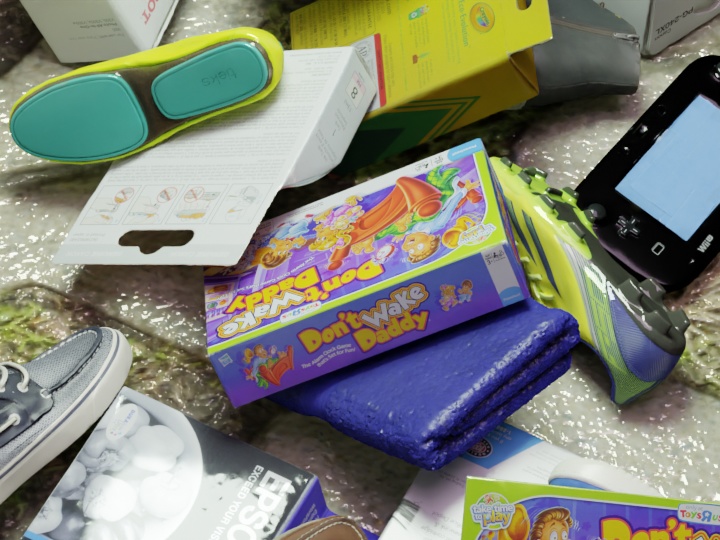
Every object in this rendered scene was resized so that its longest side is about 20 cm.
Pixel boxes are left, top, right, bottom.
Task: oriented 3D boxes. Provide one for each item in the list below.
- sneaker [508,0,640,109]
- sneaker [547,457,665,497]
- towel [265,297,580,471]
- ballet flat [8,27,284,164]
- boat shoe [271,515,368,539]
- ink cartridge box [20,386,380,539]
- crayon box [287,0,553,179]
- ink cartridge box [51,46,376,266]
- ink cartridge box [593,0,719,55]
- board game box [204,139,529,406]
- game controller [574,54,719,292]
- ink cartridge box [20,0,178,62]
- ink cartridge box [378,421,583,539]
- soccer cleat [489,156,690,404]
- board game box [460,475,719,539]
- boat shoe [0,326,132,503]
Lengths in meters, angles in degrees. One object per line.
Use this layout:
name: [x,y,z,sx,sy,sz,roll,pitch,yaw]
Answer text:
sneaker: [0.132,-0.196,1.849,0.106,0.075,0.201,-1,53,-18]
sneaker: [0.165,0.212,1.499,0.200,0.077,0.111,49,61,-15]
towel: [0.032,0.058,1.615,0.148,0.050,0.200,-40,34,-22]
ballet flat: [-0.142,-0.122,1.724,0.199,0.067,0.067,-15,19,16]
boat shoe: [-0.053,0.216,1.495,0.076,0.072,0.200,49,54,-7]
ink cartridge box: [-0.110,0.191,1.562,0.199,0.043,0.198,24,56,13]
crayon box: [0.049,-0.157,1.763,0.199,0.051,0.127,-21,51,22]
ink cartridge box: [-0.097,-0.066,1.708,0.162,0.057,0.201,0,52,34]
ink cartridge box: [0.200,-0.275,1.892,0.145,0.084,0.200,-34,61,-24]
board game box: [0.000,0.000,1.619,0.199,0.045,0.135,-21,31,7]
game controller: [0.231,-0.068,1.767,0.104,0.042,0.200,32,59,20]
ink cartridge box: [-0.200,-0.267,1.792,0.087,0.200,0.146,-2,49,31]
ink cartridge box: [0.066,0.194,1.550,0.116,0.068,0.200,24,56,15]
soccer cleat: [0.135,0.005,1.688,0.065,0.084,0.200,3,41,-54]
board game box: [0.152,0.195,1.445,0.199,0.045,0.135,5,84,3]
boat shoe: [-0.233,0.081,1.594,0.074,0.093,0.200,3,42,49]
